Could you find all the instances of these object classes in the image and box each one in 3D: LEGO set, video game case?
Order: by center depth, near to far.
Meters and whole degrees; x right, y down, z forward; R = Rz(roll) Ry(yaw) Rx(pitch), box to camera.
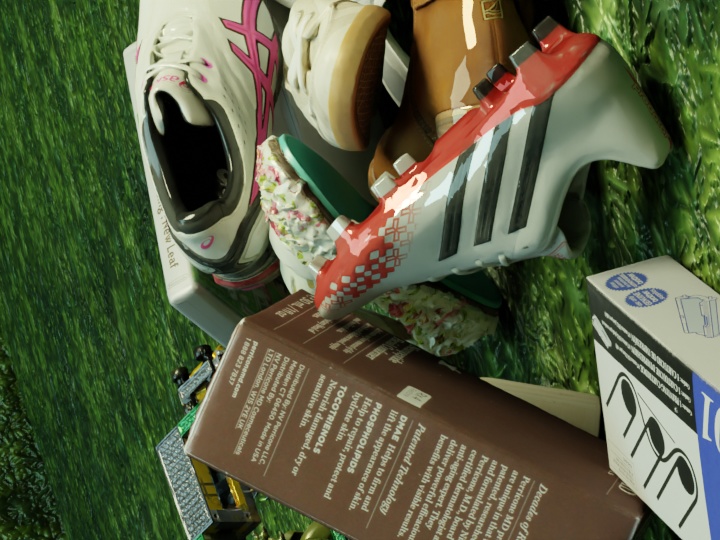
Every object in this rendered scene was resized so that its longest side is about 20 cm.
[{"bbox_3d":[-0.009,0.123,1.336,0.154,0.115,0.201,-51,52,32],"label":"LEGO set"},{"bbox_3d":[-0.057,-0.013,1.491,0.200,0.022,0.183,40,-152,-47],"label":"video game case"}]

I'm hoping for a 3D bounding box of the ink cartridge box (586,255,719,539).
[{"bbox_3d":[0.152,0.072,1.071,0.200,0.044,0.095,-135,32,-63],"label":"ink cartridge box"}]

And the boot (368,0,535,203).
[{"bbox_3d":[0.041,-0.108,1.280,0.200,0.076,0.157,-134,39,-82],"label":"boot"}]

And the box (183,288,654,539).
[{"bbox_3d":[0.032,0.087,1.197,0.075,0.199,0.100,-65,-9,13],"label":"box"}]

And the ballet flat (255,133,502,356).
[{"bbox_3d":[0.000,0.000,1.346,0.200,0.064,0.076,34,-159,-45],"label":"ballet flat"}]

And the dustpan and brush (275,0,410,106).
[{"bbox_3d":[-0.008,-0.162,1.395,0.139,0.057,0.200,-18,121,39],"label":"dustpan and brush"}]

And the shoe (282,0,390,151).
[{"bbox_3d":[-0.016,-0.096,1.286,0.200,0.053,0.070,-73,-7,-86],"label":"shoe"}]

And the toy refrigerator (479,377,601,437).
[{"bbox_3d":[0.067,0.131,1.354,0.200,0.069,0.076,108,171,-64],"label":"toy refrigerator"}]

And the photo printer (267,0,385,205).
[{"bbox_3d":[-0.041,-0.091,1.486,0.166,0.069,0.201,25,-136,-65],"label":"photo printer"}]

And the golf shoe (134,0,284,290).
[{"bbox_3d":[-0.079,-0.095,1.360,0.092,0.072,0.201,44,-150,-65],"label":"golf shoe"}]

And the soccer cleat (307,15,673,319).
[{"bbox_3d":[0.053,-0.025,1.162,0.085,0.069,0.200,46,125,-1],"label":"soccer cleat"}]
